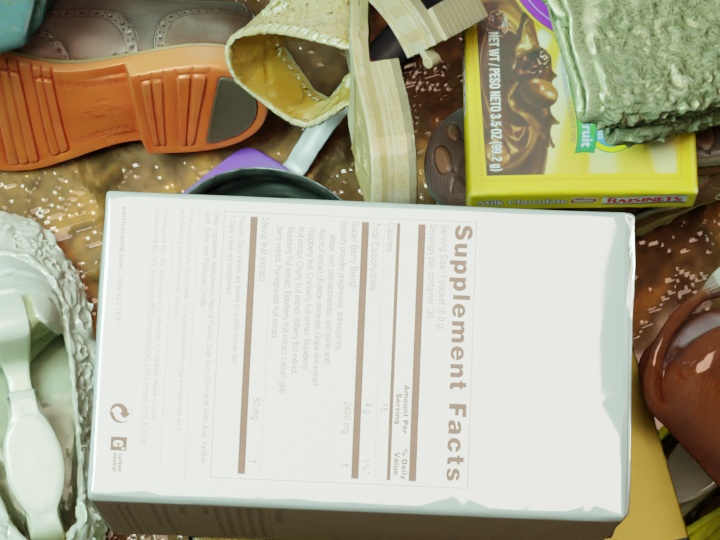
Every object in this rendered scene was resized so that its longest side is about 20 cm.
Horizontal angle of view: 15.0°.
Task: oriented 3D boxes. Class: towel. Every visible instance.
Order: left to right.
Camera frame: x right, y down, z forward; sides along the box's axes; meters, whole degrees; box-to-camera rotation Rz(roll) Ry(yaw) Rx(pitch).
[{"bbox_3d":[0.164,-0.137,1.202,0.200,0.036,0.148,-11,81,-27],"label":"towel"}]

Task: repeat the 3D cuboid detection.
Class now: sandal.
[{"bbox_3d":[-0.025,-0.096,1.230,0.070,0.078,0.212,-6,36,-7],"label":"sandal"}]

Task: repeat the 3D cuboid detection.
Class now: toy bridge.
[{"bbox_3d":[-0.015,-0.176,1.171,0.067,0.027,0.200,-31,95,-41],"label":"toy bridge"}]

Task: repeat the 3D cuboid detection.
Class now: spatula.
[{"bbox_3d":[-0.009,-0.077,1.302,0.057,0.021,0.200,37,73,17],"label":"spatula"}]

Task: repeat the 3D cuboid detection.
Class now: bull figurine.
[{"bbox_3d":[0.190,0.072,1.156,0.121,0.200,0.065,-51,40,-13],"label":"bull figurine"}]

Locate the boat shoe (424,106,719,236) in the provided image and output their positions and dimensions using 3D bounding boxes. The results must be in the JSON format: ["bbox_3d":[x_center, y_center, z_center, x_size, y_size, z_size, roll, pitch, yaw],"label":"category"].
[{"bbox_3d":[0.130,-0.056,1.268,0.200,0.072,0.076,-11,55,3],"label":"boat shoe"}]

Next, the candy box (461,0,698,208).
[{"bbox_3d":[0.095,-0.125,1.221,0.102,0.026,0.200,0,74,-3],"label":"candy box"}]

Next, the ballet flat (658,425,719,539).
[{"bbox_3d":[0.183,0.062,1.222,0.200,0.067,0.067,-41,70,-14],"label":"ballet flat"}]

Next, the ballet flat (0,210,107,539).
[{"bbox_3d":[-0.149,0.053,1.231,0.072,0.072,0.200,-12,69,-4],"label":"ballet flat"}]

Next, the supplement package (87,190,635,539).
[{"bbox_3d":[0.001,0.042,1.063,0.200,0.121,0.120,3,78,-1],"label":"supplement package"}]

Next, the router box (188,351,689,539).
[{"bbox_3d":[0.025,0.087,1.143,0.200,0.052,0.157,-15,78,-4],"label":"router box"}]

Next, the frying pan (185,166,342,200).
[{"bbox_3d":[-0.011,-0.013,1.223,0.190,0.031,0.115,-36,93,24],"label":"frying pan"}]

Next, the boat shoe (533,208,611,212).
[{"bbox_3d":[0.072,0.069,1.208,0.072,0.072,0.200,8,84,3],"label":"boat shoe"}]

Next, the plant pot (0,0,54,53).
[{"bbox_3d":[-0.221,-0.192,1.232,0.200,0.196,0.196,16,113,-1],"label":"plant pot"}]

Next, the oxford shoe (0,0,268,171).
[{"bbox_3d":[-0.143,-0.096,1.297,0.200,0.071,0.073,1,47,-2],"label":"oxford shoe"}]
